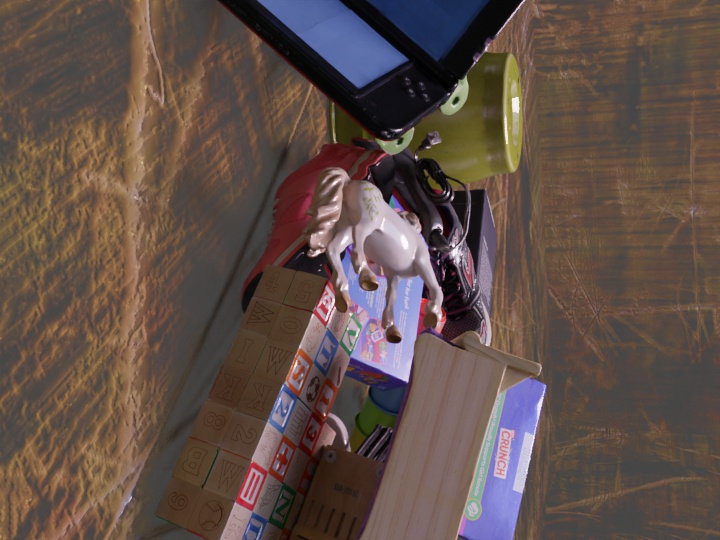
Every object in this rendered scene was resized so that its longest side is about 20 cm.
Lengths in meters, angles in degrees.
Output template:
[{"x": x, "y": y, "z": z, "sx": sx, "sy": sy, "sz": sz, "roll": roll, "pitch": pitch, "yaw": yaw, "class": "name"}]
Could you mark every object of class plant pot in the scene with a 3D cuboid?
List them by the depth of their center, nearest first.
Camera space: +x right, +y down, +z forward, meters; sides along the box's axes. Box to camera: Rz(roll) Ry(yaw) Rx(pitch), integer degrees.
[{"x": 0.086, "y": -0.175, "z": 0.888, "sx": 0.200, "sy": 0.189, "sz": 0.205, "roll": 1, "pitch": 90, "yaw": -70, "class": "plant pot"}]

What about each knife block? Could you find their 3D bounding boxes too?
[{"x": 0.007, "y": 0.228, "z": 0.659, "sx": 0.203, "sy": 0.063, "sz": 0.176, "roll": -68, "pitch": 153, "yaw": -22, "class": "knife block"}]

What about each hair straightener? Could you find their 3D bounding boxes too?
[{"x": 0.049, "y": -0.093, "z": 0.721, "sx": 0.078, "sy": 0.040, "sz": 0.202, "roll": -62, "pitch": -143, "yaw": 35, "class": "hair straightener"}]

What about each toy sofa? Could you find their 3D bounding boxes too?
[{"x": 0.058, "y": 0.150, "z": 0.583, "sx": 0.083, "sy": 0.096, "sz": 0.204, "roll": 102, "pitch": 6, "yaw": -78, "class": "toy sofa"}]

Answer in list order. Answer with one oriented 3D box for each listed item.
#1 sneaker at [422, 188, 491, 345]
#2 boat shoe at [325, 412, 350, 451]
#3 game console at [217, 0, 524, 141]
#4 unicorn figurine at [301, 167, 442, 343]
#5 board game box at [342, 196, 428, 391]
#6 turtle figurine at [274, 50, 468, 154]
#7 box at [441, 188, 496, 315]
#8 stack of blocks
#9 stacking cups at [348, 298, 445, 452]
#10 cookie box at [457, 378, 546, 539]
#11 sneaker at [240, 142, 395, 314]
[{"x": 0.089, "y": 0.006, "z": 0.847, "sx": 0.075, "sy": 0.079, "sz": 0.203, "roll": 76, "pitch": -1, "yaw": -63, "class": "sneaker"}, {"x": -0.039, "y": 0.232, "z": 0.734, "sx": 0.093, "sy": 0.073, "sz": 0.205, "roll": 6, "pitch": 93, "yaw": -75, "class": "boat shoe"}, {"x": 0.009, "y": -0.226, "z": 0.594, "sx": 0.172, "sy": 0.199, "sz": 0.119, "roll": -42, "pitch": 171, "yaw": -49, "class": "game console"}, {"x": 0.020, "y": -0.014, "z": 0.623, "sx": 0.201, "sy": 0.072, "sz": 0.140, "roll": 59, "pitch": 22, "yaw": -51, "class": "unicorn figurine"}, {"x": 0.000, "y": 0.000, "z": 0.764, "sx": 0.133, "sy": 0.044, "sz": 0.204, "roll": 27, "pitch": 59, "yaw": -29, "class": "board game box"}, {"x": 0.002, "y": -0.217, "z": 0.695, "sx": 0.142, "sy": 0.195, "sz": 0.202, "roll": -16, "pitch": 143, "yaw": -34, "class": "turtle figurine"}, {"x": 0.088, "y": 0.009, "z": 0.963, "sx": 0.105, "sy": 0.145, "sz": 0.203, "roll": 61, "pitch": 36, "yaw": -54, "class": "box"}, {"x": -0.066, "y": 0.114, "z": 0.598, "sx": 0.203, "sy": 0.058, "sz": 0.116, "roll": -68, "pitch": 153, "yaw": -21, "class": "stack of blocks"}, {"x": 0.036, "y": 0.126, "z": 0.829, "sx": 0.061, "sy": 0.060, "sz": 0.203, "roll": -47, "pitch": 159, "yaw": -62, "class": "stacking cups"}, {"x": 0.100, "y": 0.196, "z": 0.819, "sx": 0.200, "sy": 0.074, "sz": 0.174, "roll": -33, "pitch": -144, "yaw": 66, "class": "cookie box"}, {"x": -0.051, "y": -0.039, "z": 0.692, "sx": 0.201, "sy": 0.086, "sz": 0.074, "roll": -51, "pitch": 149, "yaw": -25, "class": "sneaker"}]
